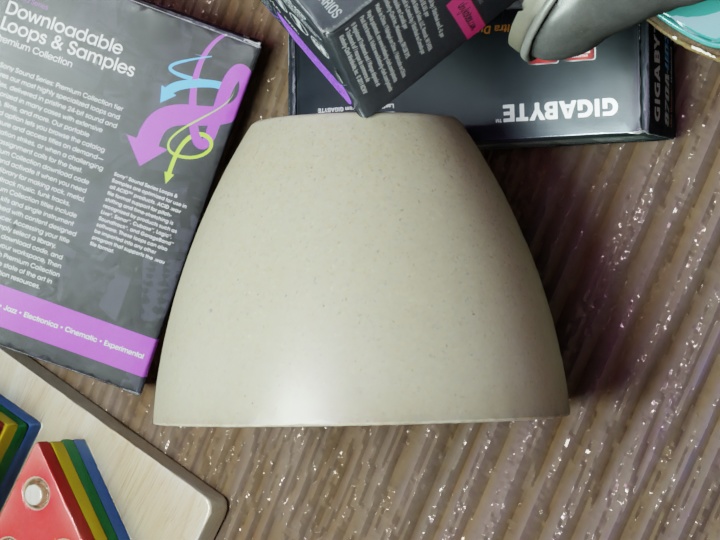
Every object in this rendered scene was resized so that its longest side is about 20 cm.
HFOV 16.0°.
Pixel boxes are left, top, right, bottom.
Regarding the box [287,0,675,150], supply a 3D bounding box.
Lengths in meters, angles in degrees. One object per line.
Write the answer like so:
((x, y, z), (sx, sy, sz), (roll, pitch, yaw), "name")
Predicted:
((0.059, -0.141, 1.282), (0.199, 0.046, 0.160), (-1, 88, 27), "box")

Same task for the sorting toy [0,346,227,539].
((-0.203, 0.161, 1.398), (0.198, 0.069, 0.201), (32, 103, 24), "sorting toy")

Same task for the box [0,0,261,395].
((-0.150, -0.052, 1.360), (0.142, 0.036, 0.201), (20, 100, -5), "box")

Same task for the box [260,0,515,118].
((0.035, -0.187, 1.150), (0.200, 0.106, 0.122), (-39, 70, -5), "box")

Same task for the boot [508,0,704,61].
((0.188, -0.099, 1.129), (0.182, 0.073, 0.200), (-45, 83, 17), "boot")

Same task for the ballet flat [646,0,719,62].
((0.196, -0.119, 1.194), (0.199, 0.072, 0.068), (26, 90, 17), "ballet flat")

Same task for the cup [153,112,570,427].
((0.000, 0.000, 1.222), (0.199, 0.200, 0.145), (-1, 88, 27), "cup")
